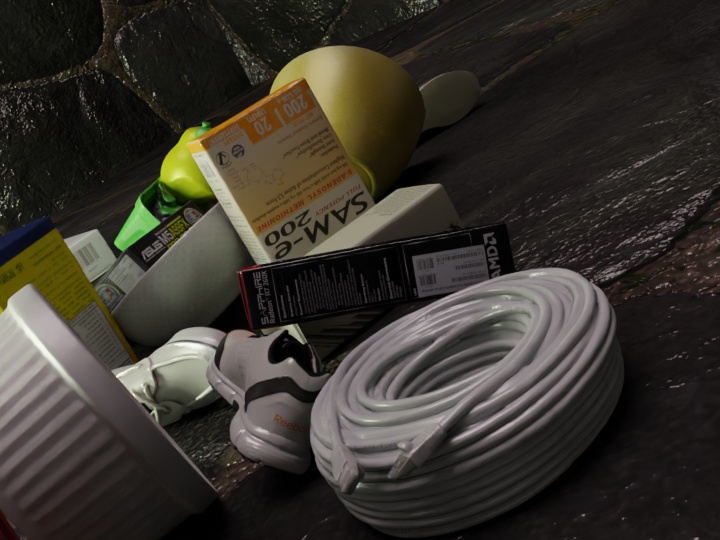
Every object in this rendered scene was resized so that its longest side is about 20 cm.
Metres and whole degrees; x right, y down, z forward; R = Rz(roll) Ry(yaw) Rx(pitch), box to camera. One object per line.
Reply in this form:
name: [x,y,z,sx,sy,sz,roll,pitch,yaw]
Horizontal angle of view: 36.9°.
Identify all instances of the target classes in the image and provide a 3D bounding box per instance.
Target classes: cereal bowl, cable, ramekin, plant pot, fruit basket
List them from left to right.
ramekin: [-0.201,0.117,0.744,0.105,0.200,0.200,-42,19,-13]
fruit basket: [-0.234,-0.100,1.523,0.216,0.156,0.216,-41,11,9]
cereal bowl: [-0.174,0.011,1.166,0.200,0.083,0.200,-45,2,2]
plant pot: [-0.024,-0.152,1.330,0.200,0.200,0.142,-20,42,27]
cable: [0.064,0.073,0.649,0.200,0.069,0.200,-30,15,-8]

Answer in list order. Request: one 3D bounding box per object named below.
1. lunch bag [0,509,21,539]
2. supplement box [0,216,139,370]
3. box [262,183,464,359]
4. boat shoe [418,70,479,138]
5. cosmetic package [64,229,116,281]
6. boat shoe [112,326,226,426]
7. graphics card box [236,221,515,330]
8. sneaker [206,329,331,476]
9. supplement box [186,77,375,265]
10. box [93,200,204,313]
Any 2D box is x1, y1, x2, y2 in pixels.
lunch bag: [-0.264,0.170,0.629,0.176,0.200,0.082,11,40,39]
supplement box: [-0.328,0.067,1.088,0.109,0.200,0.109,-17,19,35]
box: [0.000,0.000,0.982,0.200,0.068,0.082,-37,17,-25]
boat shoe: [0.081,-0.220,1.534,0.200,0.071,0.063,-37,15,-14]
cosmetic package: [-0.522,-0.007,1.886,0.102,0.074,0.200,-40,17,-35]
boat shoe: [-0.185,0.109,0.959,0.200,0.072,0.066,-18,23,35]
graphics card box: [0.016,0.003,0.830,0.199,0.051,0.125,-11,0,3]
sneaker: [-0.062,0.077,0.799,0.080,0.074,0.200,-66,22,7]
supplement box: [-0.066,-0.072,1.074,0.126,0.200,0.074,-34,13,-15]
box: [-0.277,0.020,1.297,0.200,0.044,0.160,-45,4,31]
